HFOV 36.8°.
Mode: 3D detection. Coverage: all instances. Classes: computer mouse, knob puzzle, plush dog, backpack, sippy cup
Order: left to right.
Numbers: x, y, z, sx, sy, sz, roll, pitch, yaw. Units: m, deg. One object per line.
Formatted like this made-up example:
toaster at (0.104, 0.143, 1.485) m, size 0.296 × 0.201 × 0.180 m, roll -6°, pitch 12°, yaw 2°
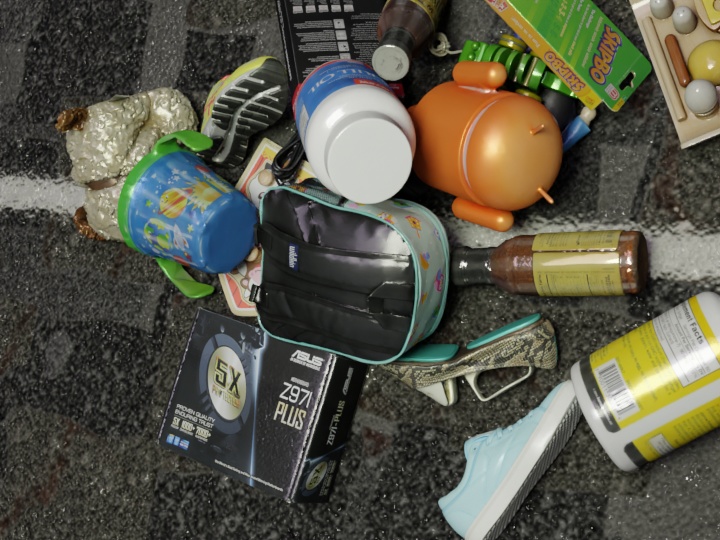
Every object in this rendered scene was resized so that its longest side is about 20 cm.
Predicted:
plush dog at (-0.302, -0.122, 1.354) m, size 0.197 × 0.160 × 0.175 m, roll -13°, pitch 97°, yaw 24°
sippy cup at (-0.193, -0.062, 1.266) m, size 0.129 × 0.178 × 0.140 m, roll 25°, pitch 70°, yaw 34°
knob puzzle at (-0.105, -0.036, 1.287) m, size 0.216 × 0.030 × 0.224 m, roll -6°, pitch 78°, yaw 26°
computer mouse at (-0.016, -0.122, 1.233) m, size 0.199 × 0.046 × 0.141 m, roll 32°, pitch 81°, yaw 29°
backpack at (0.000, 0.000, 1.143) m, size 0.198 × 0.152 × 0.179 m, roll 17°, pitch 109°, yaw 34°

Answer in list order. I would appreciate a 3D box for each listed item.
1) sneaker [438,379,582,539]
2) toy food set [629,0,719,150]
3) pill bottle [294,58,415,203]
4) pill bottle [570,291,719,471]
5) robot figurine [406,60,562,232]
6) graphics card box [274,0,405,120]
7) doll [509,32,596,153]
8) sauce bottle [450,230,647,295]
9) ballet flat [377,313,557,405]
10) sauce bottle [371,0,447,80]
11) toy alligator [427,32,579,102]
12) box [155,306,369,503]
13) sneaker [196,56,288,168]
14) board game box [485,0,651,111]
sneaker at (0.146, 0.182, 1.089) m, size 0.082 × 0.074 × 0.201 m, roll 38°, pitch 97°, yaw 25°
toy food set at (0.356, -0.234, 1.073) m, size 0.142 × 0.060 × 0.203 m, roll -22°, pitch 71°, yaw 22°
pill bottle at (-0.004, -0.139, 1.088) m, size 0.112 × 0.112 × 0.200 m, roll -47°, pitch 22°, yaw 11°
pill bottle at (0.306, 0.092, 1.002) m, size 0.198 × 0.114 × 0.116 m, roll -31°, pitch 67°, yaw 18°
robot figurine at (0.125, -0.125, 1.094) m, size 0.199 × 0.116 × 0.146 m, roll 27°, pitch 91°, yaw 53°
graphics card box at (-0.029, -0.271, 1.240) m, size 0.123 × 0.051 × 0.203 m, roll -5°, pitch 69°, yaw -15°
doll at (0.186, -0.178, 1.156) m, size 0.135 × 0.048 × 0.204 m, roll 1°, pitch 83°, yaw 32°
sauce bottle at (0.190, -0.007, 1.102) m, size 0.197 × 0.066 × 0.067 m, roll 1°, pitch 80°, yaw 29°
ballet flat at (0.113, 0.103, 1.133) m, size 0.197 × 0.068 × 0.077 m, roll -15°, pitch 95°, yaw 22°
sauce bottle at (0.054, -0.270, 1.172) m, size 0.065 × 0.067 × 0.201 m, roll -13°, pitch 35°, yaw 24°
toy alligator at (0.139, -0.219, 1.130) m, size 0.198 × 0.054 × 0.060 m, roll 27°, pitch 96°, yaw 31°
box at (-0.112, 0.151, 1.220) m, size 0.197 × 0.086 × 0.166 m, roll 17°, pitch 87°, yaw 29°
sneaker at (-0.145, -0.205, 1.283) m, size 0.200 × 0.077 × 0.092 m, roll -37°, pitch 44°, yaw 51°
board game box at (0.204, -0.250, 1.095) m, size 0.200 × 0.096 × 0.030 m, roll 44°, pitch 146°, yaw 1°
